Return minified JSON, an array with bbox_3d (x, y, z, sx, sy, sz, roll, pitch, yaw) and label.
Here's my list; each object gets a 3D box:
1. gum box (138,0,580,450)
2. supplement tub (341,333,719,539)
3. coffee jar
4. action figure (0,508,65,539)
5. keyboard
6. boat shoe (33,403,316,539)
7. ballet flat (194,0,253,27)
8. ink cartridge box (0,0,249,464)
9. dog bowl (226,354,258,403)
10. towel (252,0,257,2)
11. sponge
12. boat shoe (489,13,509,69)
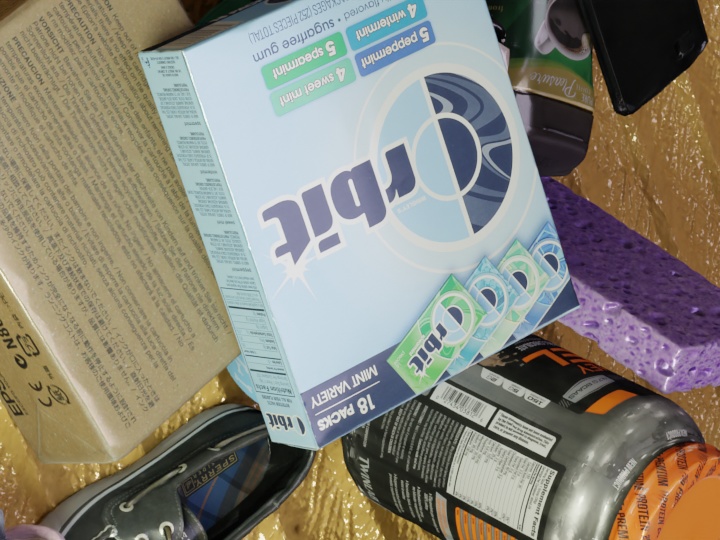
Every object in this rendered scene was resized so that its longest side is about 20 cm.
[{"bbox_3d":[0.004,-0.041,1.329,0.170,0.044,0.201,-27,107,-30],"label":"gum box"},{"bbox_3d":[0.097,0.103,1.473,0.122,0.200,0.123,-28,131,-38],"label":"supplement tub"},{"bbox_3d":[0.085,-0.154,1.555,0.104,0.085,0.201,12,81,-53],"label":"coffee jar"},{"bbox_3d":[-0.199,0.214,1.246,0.149,0.133,0.201,22,55,-71],"label":"action figure"},{"bbox_3d":[0.144,-0.193,1.547,0.104,0.040,0.200,-37,127,-25],"label":"keyboard"},{"bbox_3d":[-0.099,0.128,1.385,0.200,0.056,0.069,-41,119,-38],"label":"boat shoe"},{"bbox_3d":[-0.036,-0.126,1.438,0.200,0.068,0.073,-57,157,-50],"label":"ballet flat"},{"bbox_3d":[-0.129,-0.035,1.315,0.165,0.075,0.200,-41,110,-34],"label":"ink cartridge box"},{"bbox_3d":[0.000,0.000,1.459,0.111,0.050,0.200,35,54,10],"label":"dog bowl"},{"bbox_3d":[-0.042,-0.182,1.343,0.200,0.048,0.112,23,65,-46],"label":"towel"},{"bbox_3d":[0.132,0.003,1.534,0.111,0.200,0.030,-5,122,-48],"label":"sponge"},{"bbox_3d":[0.013,-0.039,1.423,0.074,0.093,0.201,25,78,-24],"label":"boat shoe"}]
